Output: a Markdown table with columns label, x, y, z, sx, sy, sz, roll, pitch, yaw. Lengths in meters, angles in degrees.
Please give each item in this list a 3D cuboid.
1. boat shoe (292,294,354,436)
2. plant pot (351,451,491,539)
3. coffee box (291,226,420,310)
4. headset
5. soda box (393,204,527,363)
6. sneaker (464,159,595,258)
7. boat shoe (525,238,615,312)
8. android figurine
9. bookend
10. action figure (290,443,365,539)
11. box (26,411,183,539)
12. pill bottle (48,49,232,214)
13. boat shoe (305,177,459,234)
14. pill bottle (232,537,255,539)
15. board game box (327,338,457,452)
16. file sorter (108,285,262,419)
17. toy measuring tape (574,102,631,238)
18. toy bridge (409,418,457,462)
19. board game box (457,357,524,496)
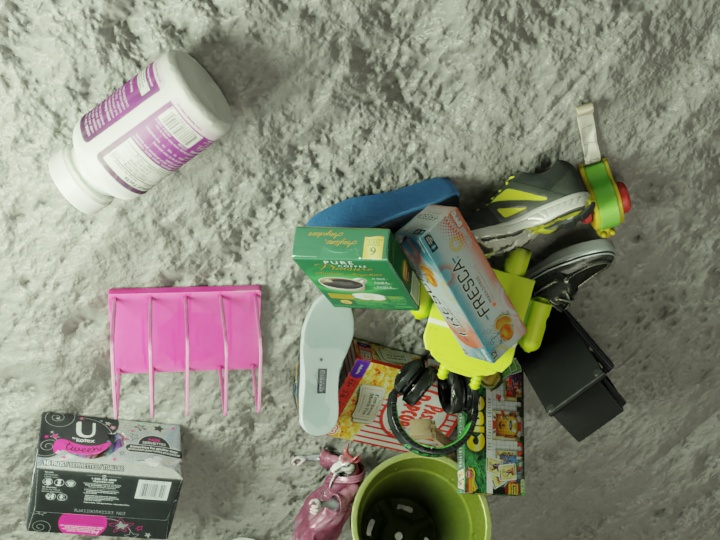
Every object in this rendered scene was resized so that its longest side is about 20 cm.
| label | x | y | z | sx | sy | sz | roll | pitch | yaw |
| --- | --- | --- | --- | --- | --- | --- | --- | --- | --- |
| boat shoe | -0.060 | 0.122 | 1.559 | 0.071 | 0.091 | 0.201 | 6 | 98 | -16 |
| plant pot | 0.073 | 0.382 | 1.648 | 0.200 | 0.201 | 0.190 | -2 | 161 | -9 |
| coffee box | 0.000 | 0.000 | 1.402 | 0.123 | 0.044 | 0.200 | 2 | 161 | 17 |
| headset | 0.107 | 0.152 | 1.534 | 0.123 | 0.200 | 0.094 | 14 | 154 | -9 |
| soda box | 0.126 | 0.017 | 1.398 | 0.068 | 0.064 | 0.200 | -40 | 112 | -20 |
| sneaker | 0.197 | -0.078 | 1.444 | 0.200 | 0.085 | 0.074 | -18 | 157 | 8 |
| boat shoe | 0.262 | 0.027 | 1.530 | 0.200 | 0.071 | 0.072 | -29 | 150 | 19 |
| android figurine | 0.157 | 0.056 | 1.493 | 0.182 | 0.041 | 0.200 | 15 | 93 | 8 |
| bookend | 0.308 | 0.161 | 1.563 | 0.092 | 0.200 | 0.199 | -38 | 123 | 11 |
| action figure | -0.032 | 0.341 | 1.683 | 0.149 | 0.134 | 0.200 | 14 | 126 | -21 |
| box | -0.361 | 0.290 | 1.595 | 0.200 | 0.115 | 0.132 | 8 | 124 | -17 |
| pill bottle | -0.254 | -0.152 | 1.283 | 0.200 | 0.112 | 0.112 | -33 | 126 | 15 |
| boat shoe | 0.033 | -0.054 | 1.430 | 0.200 | 0.084 | 0.069 | -12 | 131 | 1 |
| pill bottle | -0.193 | 0.523 | 1.809 | 0.104 | 0.104 | 0.200 | 1 | 126 | -11 |
| board game box | 0.051 | 0.189 | 1.638 | 0.200 | 0.046 | 0.152 | 15 | 123 | -21 |
| file sorter | -0.228 | 0.113 | 1.479 | 0.199 | 0.126 | 0.139 | -1 | 126 | -10 |
| toy measuring tape | 0.307 | -0.116 | 1.441 | 0.073 | 0.074 | 0.200 | -16 | 128 | 2 |
| toy bridge | 0.108 | 0.270 | 1.648 | 0.067 | 0.027 | 0.200 | -2 | 146 | 3 |
| board game box | 0.186 | 0.218 | 1.603 | 0.105 | 0.201 | 0.023 | 7 | 166 | -24 |
